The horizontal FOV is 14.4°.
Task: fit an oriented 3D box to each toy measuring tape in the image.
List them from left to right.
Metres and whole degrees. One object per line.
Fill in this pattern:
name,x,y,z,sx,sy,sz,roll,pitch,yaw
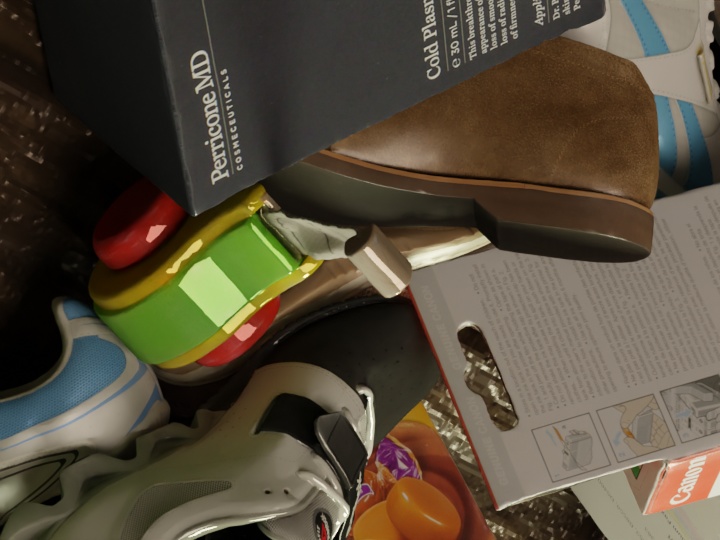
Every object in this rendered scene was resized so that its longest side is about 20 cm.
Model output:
toy measuring tape,-0.048,0.005,0.999,0.073,0.200,0.074,-3,98,-24

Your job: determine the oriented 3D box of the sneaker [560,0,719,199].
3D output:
sneaker,0.115,-0.083,1.154,0.081,0.076,0.200,-50,137,-3

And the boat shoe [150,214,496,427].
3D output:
boat shoe,0.000,0.000,1.122,0.199,0.072,0.065,-30,142,-22

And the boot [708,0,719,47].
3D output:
boot,0.243,-0.093,1.173,0.200,0.173,0.070,50,50,-43

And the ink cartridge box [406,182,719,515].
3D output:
ink cartridge box,0.124,0.030,1.100,0.199,0.109,0.050,-15,153,-13

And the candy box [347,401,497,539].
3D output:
candy box,-0.044,0.125,1.108,0.199,0.117,0.056,-25,175,-37

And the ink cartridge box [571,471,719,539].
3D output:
ink cartridge box,0.177,0.071,1.227,0.128,0.125,0.200,-29,158,-20

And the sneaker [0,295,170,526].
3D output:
sneaker,-0.166,0.083,1.053,0.199,0.072,0.073,-35,91,-5

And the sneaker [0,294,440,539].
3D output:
sneaker,-0.028,0.082,1.038,0.200,0.088,0.074,-34,133,-30

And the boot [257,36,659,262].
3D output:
boot,0.014,-0.055,1.064,0.198,0.074,0.076,9,80,-2

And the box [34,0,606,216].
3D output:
box,-0.023,-0.155,0.978,0.181,0.104,0.201,-27,130,-24
